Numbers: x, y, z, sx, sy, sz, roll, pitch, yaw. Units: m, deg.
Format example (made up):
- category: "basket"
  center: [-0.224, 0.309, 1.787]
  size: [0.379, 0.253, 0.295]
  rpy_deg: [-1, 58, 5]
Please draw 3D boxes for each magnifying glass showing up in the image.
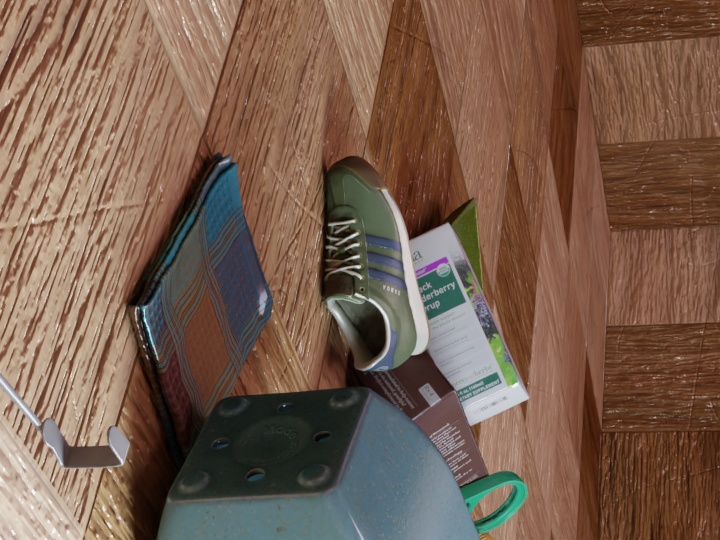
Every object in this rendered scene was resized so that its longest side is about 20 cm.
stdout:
- category: "magnifying glass"
  center: [0.096, 0.242, 1.488]
  size: [0.199, 0.022, 0.080]
  rpy_deg: [2, 127, -44]

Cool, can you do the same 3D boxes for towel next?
- category: "towel"
  center: [-0.109, 0.027, 1.031]
  size: [0.201, 0.021, 0.148]
  rpy_deg: [-70, 152, -54]

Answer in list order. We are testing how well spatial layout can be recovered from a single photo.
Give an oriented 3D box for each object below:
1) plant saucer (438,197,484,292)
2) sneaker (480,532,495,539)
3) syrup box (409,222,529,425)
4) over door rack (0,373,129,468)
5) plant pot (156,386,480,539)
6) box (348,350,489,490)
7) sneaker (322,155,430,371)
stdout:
- category: "plant saucer"
  center: [0.112, 0.028, 1.784]
  size: [0.200, 0.047, 0.202]
  rpy_deg: [-46, 132, -70]
- category: "sneaker"
  center: [0.099, 0.356, 1.641]
  size: [0.075, 0.088, 0.201]
  rpy_deg: [-15, 129, -40]
- category: "syrup box"
  center: [0.104, 0.058, 1.562]
  size: [0.081, 0.078, 0.201]
  rpy_deg: [48, 18, -68]
- category: "over door rack"
  center: [-0.195, 0.079, 0.590]
  size: [0.200, 0.066, 0.149]
  rpy_deg: [50, 36, -33]
- category: "plant pot"
  center: [-0.034, 0.191, 0.970]
  size: [0.196, 0.195, 0.201]
  rpy_deg: [-65, 145, -57]
- category: "box"
  center: [0.063, 0.156, 1.465]
  size: [0.100, 0.075, 0.201]
  rpy_deg: [51, -11, 37]
- category: "sneaker"
  center: [0.000, 0.000, 1.342]
  size: [0.090, 0.067, 0.202]
  rpy_deg: [-29, 104, -47]
